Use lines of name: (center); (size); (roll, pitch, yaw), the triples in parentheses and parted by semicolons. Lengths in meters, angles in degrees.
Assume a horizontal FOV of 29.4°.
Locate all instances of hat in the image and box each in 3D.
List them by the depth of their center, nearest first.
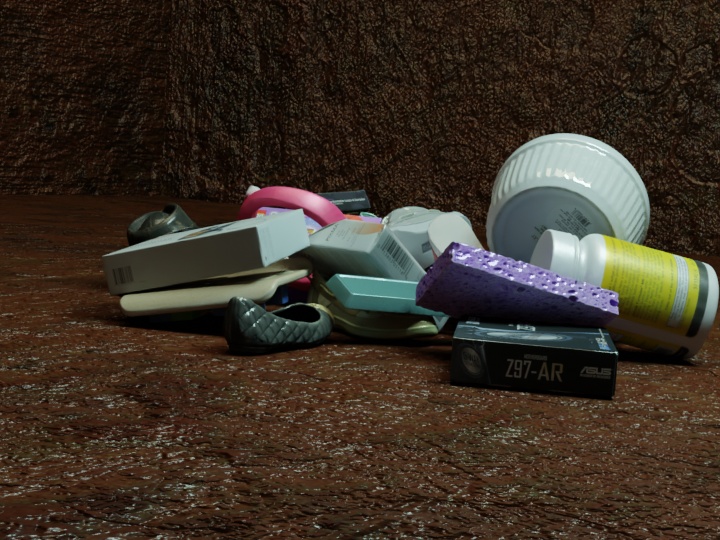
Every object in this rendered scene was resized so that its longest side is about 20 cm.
hat: (-0.265, -0.042, 1.843); (0.199, 0.082, 0.201); (-27, 7, 3)

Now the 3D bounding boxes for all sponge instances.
sponge: (0.167, 0.032, 1.479); (0.198, 0.030, 0.112); (17, -31, -14)

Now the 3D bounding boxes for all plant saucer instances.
plant saucer: (0.063, 0.030, 1.553); (0.198, 0.019, 0.070); (7, 20, -25)

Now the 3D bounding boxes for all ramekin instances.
ramekin: (0.246, -0.055, 1.675); (0.198, 0.202, 0.105); (6, 31, 20)

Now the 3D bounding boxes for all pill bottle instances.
pill bottle: (0.296, 0.024, 1.569); (0.198, 0.116, 0.114); (15, 4, -8)

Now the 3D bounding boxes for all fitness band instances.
fitness band: (-0.086, -0.042, 1.725); (0.142, 0.038, 0.201); (21, -30, 2)

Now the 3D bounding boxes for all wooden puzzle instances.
wooden puzzle: (-0.161, 0.029, 1.596); (0.183, 0.047, 0.200); (-7, 8, 12)

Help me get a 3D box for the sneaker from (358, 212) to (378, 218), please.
sneaker: (-0.012, -0.029, 2.029); (0.199, 0.120, 0.073); (8, 7, 39)

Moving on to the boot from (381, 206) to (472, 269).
boot: (0.047, -0.036, 1.791); (0.199, 0.075, 0.095); (-15, 20, -39)

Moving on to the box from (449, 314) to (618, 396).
box: (0.174, 0.084, 1.387); (0.158, 0.044, 0.200); (5, 5, 7)

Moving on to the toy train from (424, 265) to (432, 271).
toy train: (0.136, 0.025, 1.834); (0.197, 0.086, 0.114); (5, 17, -11)

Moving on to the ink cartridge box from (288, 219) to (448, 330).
ink cartridge box: (0.000, 0.000, 1.678); (0.199, 0.050, 0.162); (14, -27, 50)

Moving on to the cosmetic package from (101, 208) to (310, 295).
cosmetic package: (-0.176, -0.022, 1.590); (0.198, 0.052, 0.151); (-10, 5, 19)

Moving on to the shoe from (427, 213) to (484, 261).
shoe: (0.141, 0.027, 1.695); (0.071, 0.091, 0.201); (-21, 50, -7)

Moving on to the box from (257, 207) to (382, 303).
box: (-0.077, -0.018, 1.862); (0.197, 0.138, 0.039); (6, -39, 15)

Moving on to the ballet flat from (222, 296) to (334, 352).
ballet flat: (-0.080, 0.051, 1.460); (0.066, 0.058, 0.200); (8, 6, 24)

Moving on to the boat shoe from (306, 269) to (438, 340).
boat shoe: (0.010, 0.041, 1.600); (0.073, 0.064, 0.200); (-1, 7, -40)

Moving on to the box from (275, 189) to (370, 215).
box: (-0.092, -0.051, 2.028); (0.142, 0.036, 0.200); (-8, -25, -38)
